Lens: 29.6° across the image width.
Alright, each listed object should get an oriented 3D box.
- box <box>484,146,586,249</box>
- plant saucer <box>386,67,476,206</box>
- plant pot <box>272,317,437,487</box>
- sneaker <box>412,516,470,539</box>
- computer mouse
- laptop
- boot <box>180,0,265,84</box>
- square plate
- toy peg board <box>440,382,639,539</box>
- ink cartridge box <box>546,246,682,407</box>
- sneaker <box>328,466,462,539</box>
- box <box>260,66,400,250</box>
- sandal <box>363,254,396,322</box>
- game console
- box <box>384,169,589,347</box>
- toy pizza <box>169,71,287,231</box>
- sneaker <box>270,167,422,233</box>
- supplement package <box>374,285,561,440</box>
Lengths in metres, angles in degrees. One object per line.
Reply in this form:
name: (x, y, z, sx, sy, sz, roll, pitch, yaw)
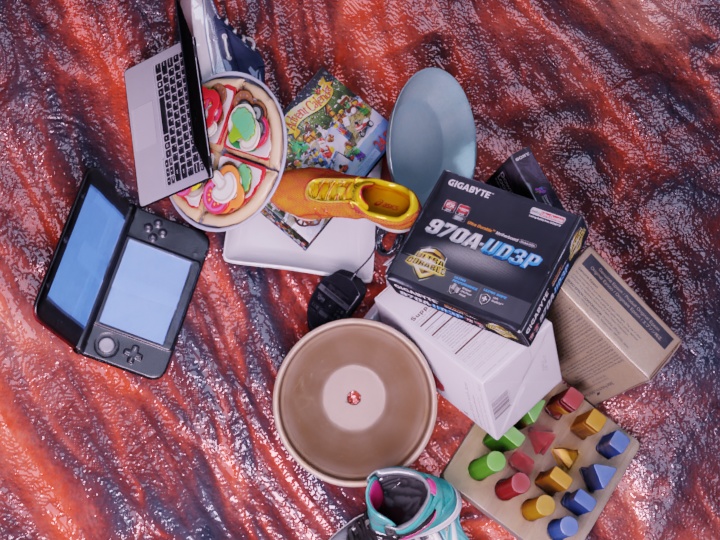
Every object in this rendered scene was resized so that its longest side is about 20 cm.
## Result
box: (0.203, -0.056, 1.736, 0.036, 0.200, 0.144, -26, 80, -21)
plant saucer: (0.083, -0.162, 1.785, 0.200, 0.038, 0.204, -4, 95, -53)
plant pot: (-0.008, 0.158, 1.673, 0.198, 0.093, 0.204, 0, 90, -2)
sneaker: (0.132, 0.374, 1.669, 0.079, 0.078, 0.202, -21, 80, -26)
computer mouse: (0.000, 0.000, 1.733, 0.058, 0.034, 0.201, 40, 95, 19)
laptop: (-0.247, -0.202, 1.667, 0.115, 0.198, 0.190, 11, 66, -53)
boot: (-0.180, -0.298, 1.796, 0.089, 0.073, 0.203, -8, 85, -20)
square plate: (-0.073, -0.091, 1.777, 0.195, 0.028, 0.203, 8, 73, -10)
toy peg board: (0.240, 0.234, 1.718, 0.198, 0.098, 0.201, 36, 70, 0)
ink cartridge box: (0.291, 0.075, 1.719, 0.165, 0.200, 0.075, 45, 71, 2)
sneaker: (0.018, 0.299, 1.608, 0.199, 0.121, 0.084, -33, 57, 4)
box: (-0.060, -0.145, 1.760, 0.136, 0.038, 0.201, 39, 70, 0)
sandal: (0.047, 0.018, 1.750, 0.207, 0.079, 0.059, -46, 51, -6)
game console: (-0.284, 0.006, 1.654, 0.170, 0.119, 0.202, 20, 72, -6)
box: (0.149, -0.017, 1.621, 0.198, 0.046, 0.160, 22, 75, 32)
toy pizza: (-0.177, -0.150, 1.702, 0.198, 0.032, 0.203, -4, 82, 32)
sneaker: (-0.020, -0.097, 1.685, 0.197, 0.077, 0.074, 7, 74, 8)
supplement package: (0.132, 0.085, 1.676, 0.119, 0.122, 0.199, -39, 50, -17)
